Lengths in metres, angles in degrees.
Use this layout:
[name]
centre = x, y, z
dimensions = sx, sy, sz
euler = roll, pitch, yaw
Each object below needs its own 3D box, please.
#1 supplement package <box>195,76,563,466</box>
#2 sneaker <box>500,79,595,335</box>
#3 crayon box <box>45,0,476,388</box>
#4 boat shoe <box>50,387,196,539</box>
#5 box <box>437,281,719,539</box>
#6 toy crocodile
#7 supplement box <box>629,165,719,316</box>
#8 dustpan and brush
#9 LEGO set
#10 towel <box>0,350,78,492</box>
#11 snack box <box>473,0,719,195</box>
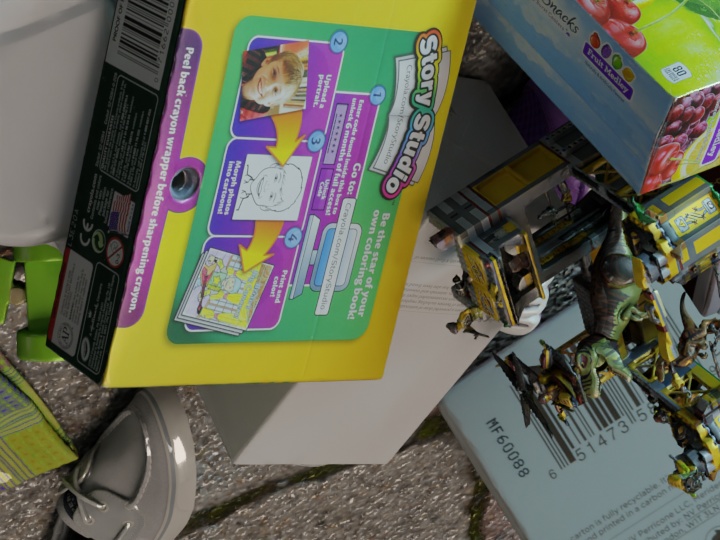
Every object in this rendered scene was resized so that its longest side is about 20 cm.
[supplement package]
centre = 0.000, 0.000, 1.209
dimensions = 0.121, 0.120, 0.200
euler = 4, 135, -43
[sneaker]
centre = 0.077, -0.032, 1.269
dimensions = 0.088, 0.081, 0.201
euler = -4, 142, -21
[crayon box]
centre = -0.045, -0.049, 1.037
dimensions = 0.172, 0.058, 0.202
euler = 0, 111, -42
[boat shoe]
centre = -0.153, 0.140, 1.346
dimensions = 0.068, 0.072, 0.200
euler = -12, 154, -28
[box]
centre = 0.188, 0.110, 1.393
dimensions = 0.198, 0.201, 0.171
euler = -33, 172, 7
[toy crocodile]
centre = -0.118, 0.007, 1.132
dimensions = 0.198, 0.068, 0.062
euler = -3, -174, -4
[supplement box]
centre = 0.182, -0.084, 1.156
dimensions = 0.108, 0.201, 0.061
euler = -19, 146, -14
[dustpan and brush]
centre = -0.150, -0.037, 1.051
dimensions = 0.139, 0.057, 0.201
euler = -20, 107, 5
[LEGO set]
centre = 0.112, 0.030, 1.088
dimensions = 0.115, 0.154, 0.201
euler = -32, 138, -15
[towel]
centre = -0.272, 0.122, 1.265
dimensions = 0.199, 0.023, 0.144
euler = -28, 147, -1
[snack box]
centre = 0.168, -0.139, 1.072
dimensions = 0.199, 0.169, 0.068
euler = -20, 144, -30
